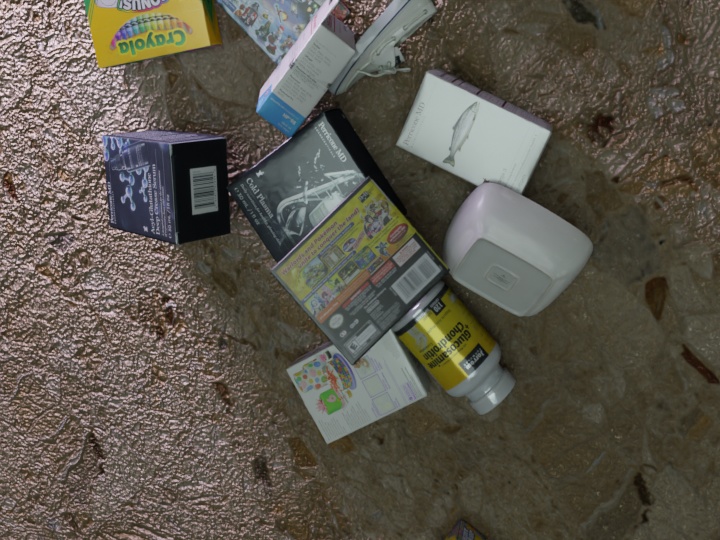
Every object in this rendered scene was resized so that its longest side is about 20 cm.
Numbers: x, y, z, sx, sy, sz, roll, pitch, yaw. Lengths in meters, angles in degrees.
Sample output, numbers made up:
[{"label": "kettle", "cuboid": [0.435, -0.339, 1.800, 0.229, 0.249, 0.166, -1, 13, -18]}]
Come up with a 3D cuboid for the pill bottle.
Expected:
[{"label": "pill bottle", "cuboid": [0.149, 0.123, 1.359, 0.112, 0.112, 0.200, -42, 92, 18]}]

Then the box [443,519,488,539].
[{"label": "box", "cuboid": [0.180, 0.572, 1.455, 0.191, 0.122, 0.201, 37, 109, 1]}]

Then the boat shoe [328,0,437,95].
[{"label": "boat shoe", "cuboid": [0.040, -0.325, 1.302, 0.086, 0.075, 0.202, 43, 99, -4]}]

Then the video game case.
[{"label": "video game case", "cuboid": [0.000, 0.000, 1.255, 0.200, 0.025, 0.181, -43, 94, -2]}]

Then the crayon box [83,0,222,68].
[{"label": "crayon box", "cuboid": [-0.332, -0.423, 1.362, 0.195, 0.058, 0.177, -7, 101, 14]}]

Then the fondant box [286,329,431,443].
[{"label": "fondant box", "cuboid": [-0.003, 0.176, 1.434, 0.197, 0.058, 0.146, -28, 96, 16]}]

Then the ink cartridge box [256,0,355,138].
[{"label": "ink cartridge box", "cuboid": [-0.067, -0.306, 1.267, 0.066, 0.117, 0.201, 34, 112, -18]}]

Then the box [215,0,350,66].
[{"label": "box", "cuboid": [-0.129, -0.413, 1.310, 0.200, 0.040, 0.137, 43, 108, -13]}]

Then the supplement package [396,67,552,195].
[{"label": "supplement package", "cuboid": [0.169, -0.199, 1.275, 0.197, 0.117, 0.119, 26, 109, 5]}]

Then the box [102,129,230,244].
[{"label": "box", "cuboid": [-0.304, -0.135, 1.356, 0.197, 0.106, 0.152, 12, 109, 44]}]

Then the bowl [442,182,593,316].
[{"label": "bowl", "cuboid": [0.216, -0.016, 1.272, 0.197, 0.075, 0.201, 31, 148, 1]}]

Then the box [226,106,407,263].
[{"label": "box", "cuboid": [-0.064, -0.109, 1.347, 0.195, 0.124, 0.202, -34, 94, 16]}]
